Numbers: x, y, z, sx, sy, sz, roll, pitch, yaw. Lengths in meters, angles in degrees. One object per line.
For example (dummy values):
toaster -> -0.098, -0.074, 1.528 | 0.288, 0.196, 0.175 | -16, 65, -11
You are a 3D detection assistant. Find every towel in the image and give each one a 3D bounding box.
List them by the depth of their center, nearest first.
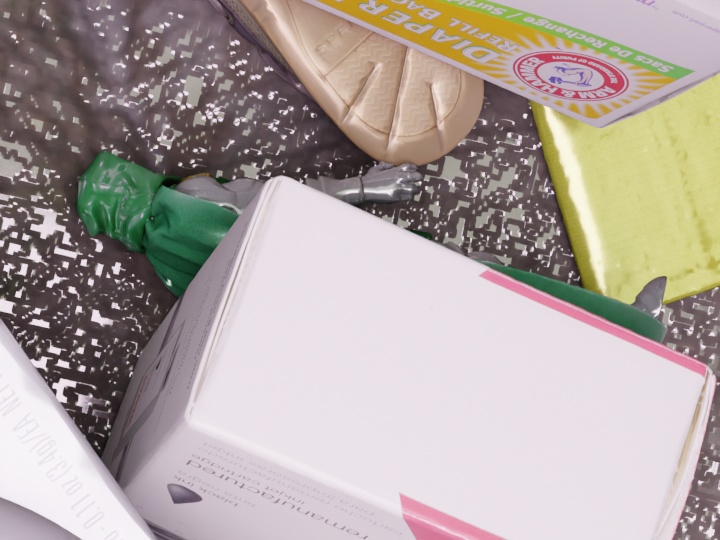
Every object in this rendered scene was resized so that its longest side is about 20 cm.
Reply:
towel -> 0.093, -0.089, 1.034 | 0.085, 0.018, 0.201 | -17, 92, -6

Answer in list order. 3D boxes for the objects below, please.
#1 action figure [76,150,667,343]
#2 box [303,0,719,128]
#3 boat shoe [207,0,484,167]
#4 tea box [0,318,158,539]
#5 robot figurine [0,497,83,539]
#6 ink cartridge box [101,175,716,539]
action figure -> 0.000, 0.000, 0.983 | 0.199, 0.118, 0.055 | 16, 65, 0
box -> 0.034, -0.139, 0.927 | 0.199, 0.101, 0.113 | 21, 67, -25
boat shoe -> -0.034, -0.119, 0.988 | 0.072, 0.065, 0.200 | -40, 98, -12
tea box -> -0.149, 0.115, 0.825 | 0.196, 0.134, 0.200 | -38, 93, -9
robot figurine -> -0.121, 0.149, 0.699 | 0.150, 0.125, 0.201 | 28, 83, -13
ink cartridge box -> 0.003, 0.062, 0.915 | 0.146, 0.200, 0.083 | 23, 69, -8
